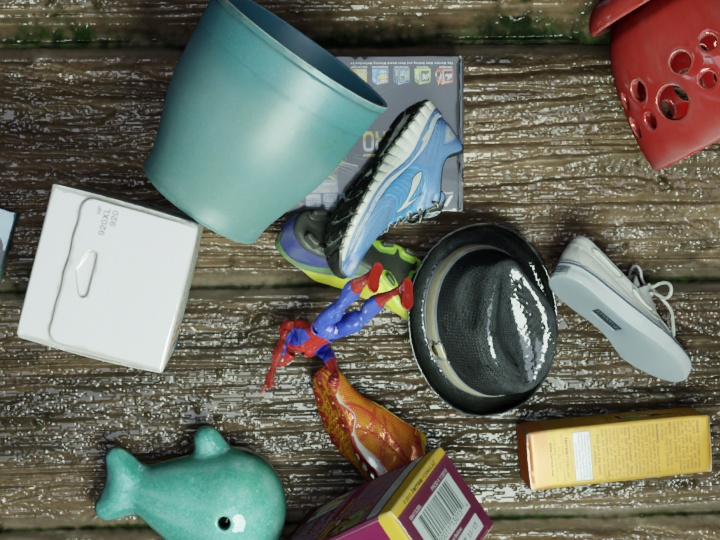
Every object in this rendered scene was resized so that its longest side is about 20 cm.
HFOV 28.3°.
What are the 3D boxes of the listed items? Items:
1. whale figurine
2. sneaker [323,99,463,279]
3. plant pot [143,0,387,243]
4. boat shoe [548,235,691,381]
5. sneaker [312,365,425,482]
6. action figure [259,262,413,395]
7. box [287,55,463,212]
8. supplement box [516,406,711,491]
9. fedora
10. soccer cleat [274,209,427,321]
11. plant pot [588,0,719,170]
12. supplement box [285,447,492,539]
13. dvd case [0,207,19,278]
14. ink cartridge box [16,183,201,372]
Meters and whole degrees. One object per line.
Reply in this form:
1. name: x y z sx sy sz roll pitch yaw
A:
1. whale figurine: -0.174 0.241 1.467 0.197 0.104 0.161 14 92 -5
2. sneaker: 0.039 -0.070 1.422 0.089 0.078 0.201 39 76 -14
3. plant pot: -0.105 -0.137 1.374 0.199 0.200 0.189 34 102 -5
4. boat shoe: 0.286 0.032 1.508 0.201 0.074 0.087 38 64 -19
5. sneaker: 0.021 0.178 1.507 0.077 0.073 0.201 -40 98 -24
6. action figure: -0.033 0.076 1.430 0.065 0.199 0.100 28 55 -25
7. box: 0.008 -0.142 1.488 0.197 0.049 0.164 0 96 -3
8. supplement box: 0.269 0.188 1.517 0.197 0.067 0.070 -7 94 -3
9. fedora: 0.144 0.053 1.463 0.198 0.091 0.204 -2 94 -25
10. soccer cleat: 0.000 -0.001 1.493 0.199 0.083 0.065 30 61 -22
11. plant pot: 0.344 -0.226 1.436 0.198 0.200 0.184 -27 91 -2
12. supplement box: 0.013 0.281 1.426 0.199 0.131 0.104 -31 97 35
13. dvd case: -0.468 -0.019 1.473 0.197 0.022 0.148 17 92 -4
14. ink cartridge box: -0.239 0.004 1.401 0.143 0.200 0.149 14 92 -5
